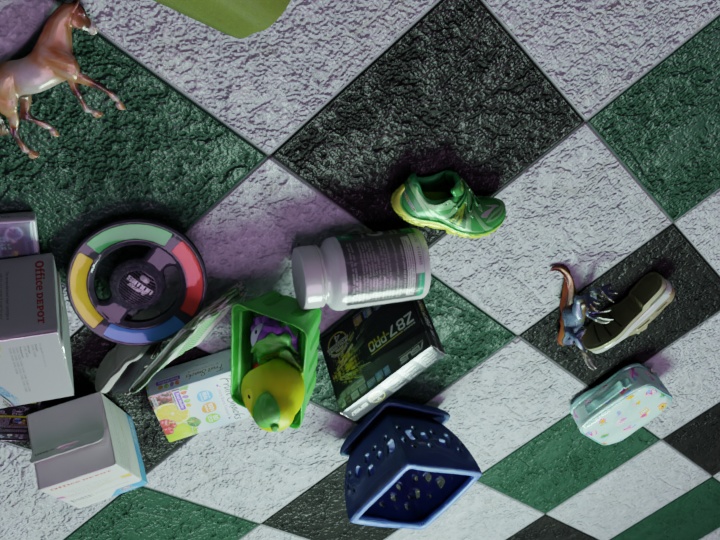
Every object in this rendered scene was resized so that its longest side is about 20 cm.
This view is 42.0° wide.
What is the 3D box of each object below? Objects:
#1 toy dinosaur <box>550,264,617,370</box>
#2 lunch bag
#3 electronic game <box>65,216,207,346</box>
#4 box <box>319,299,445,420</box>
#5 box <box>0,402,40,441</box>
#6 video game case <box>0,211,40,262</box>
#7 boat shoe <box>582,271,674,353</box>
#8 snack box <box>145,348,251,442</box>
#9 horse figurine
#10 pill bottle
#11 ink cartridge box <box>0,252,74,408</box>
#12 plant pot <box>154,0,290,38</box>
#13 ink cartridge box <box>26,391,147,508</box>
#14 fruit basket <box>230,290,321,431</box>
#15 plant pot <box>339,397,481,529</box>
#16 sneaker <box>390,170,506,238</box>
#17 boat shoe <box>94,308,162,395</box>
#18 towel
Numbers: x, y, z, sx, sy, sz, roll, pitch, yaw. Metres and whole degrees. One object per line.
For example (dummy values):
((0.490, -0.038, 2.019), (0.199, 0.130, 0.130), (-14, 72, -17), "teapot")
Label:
((0.402, 0.078, 1.752), (0.105, 0.200, 0.182), (-39, 176, -31), "toy dinosaur")
((0.557, 0.282, 2.007), (0.200, 0.078, 0.160), (-41, 134, 21), "lunch bag")
((-0.319, 0.018, 1.344), (0.197, 0.042, 0.202), (-4, 115, -9), "electronic game")
((0.032, 0.128, 1.559), (0.199, 0.162, 0.049), (-38, 136, 20), "box")
((-0.602, 0.198, 1.456), (0.198, 0.045, 0.161), (7, 131, -29), "box")
((-0.534, 0.005, 1.295), (0.180, 0.023, 0.201), (-6, 136, -18), "video game case")
((0.516, 0.093, 1.790), (0.068, 0.075, 0.200), (29, 118, -35), "boat shoe")
((-0.254, 0.209, 1.605), (0.198, 0.053, 0.143), (-17, 139, -7), "snack box")
((-0.375, -0.215, 1.103), (0.198, 0.050, 0.133), (-24, 127, 12), "horse figurine")
((0.000, 0.000, 1.445), (0.198, 0.114, 0.114), (-7, 137, -16), "pill bottle")
((-0.501, 0.088, 1.270), (0.198, 0.148, 0.147), (-8, 138, -13), "ink cartridge box")
((-0.165, -0.342, 0.982), (0.199, 0.201, 0.189), (-37, 150, 18), "plant pot")
((-0.443, 0.290, 1.517), (0.127, 0.126, 0.200), (-18, 157, -4), "ink cartridge box")
((-0.140, 0.159, 1.434), (0.154, 0.216, 0.217), (19, 141, 19), "fruit basket")
((0.083, 0.367, 1.820), (0.198, 0.181, 0.200), (16, 128, -35), "plant pot")
((0.145, -0.103, 1.427), (0.198, 0.075, 0.084), (6, 136, -27), "sneaker")
((-0.347, 0.132, 1.471), (0.060, 0.074, 0.200), (17, 128, -36), "boat shoe")
((-0.254, 0.099, 1.412), (0.023, 0.200, 0.153), (45, 115, -1), "towel")
